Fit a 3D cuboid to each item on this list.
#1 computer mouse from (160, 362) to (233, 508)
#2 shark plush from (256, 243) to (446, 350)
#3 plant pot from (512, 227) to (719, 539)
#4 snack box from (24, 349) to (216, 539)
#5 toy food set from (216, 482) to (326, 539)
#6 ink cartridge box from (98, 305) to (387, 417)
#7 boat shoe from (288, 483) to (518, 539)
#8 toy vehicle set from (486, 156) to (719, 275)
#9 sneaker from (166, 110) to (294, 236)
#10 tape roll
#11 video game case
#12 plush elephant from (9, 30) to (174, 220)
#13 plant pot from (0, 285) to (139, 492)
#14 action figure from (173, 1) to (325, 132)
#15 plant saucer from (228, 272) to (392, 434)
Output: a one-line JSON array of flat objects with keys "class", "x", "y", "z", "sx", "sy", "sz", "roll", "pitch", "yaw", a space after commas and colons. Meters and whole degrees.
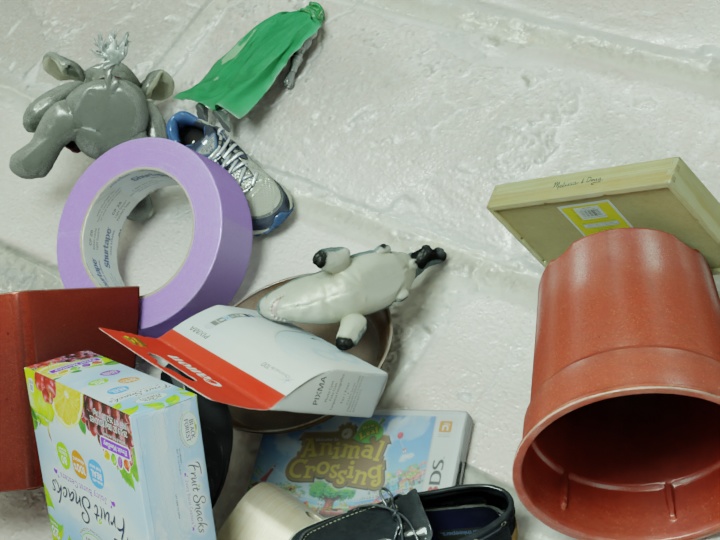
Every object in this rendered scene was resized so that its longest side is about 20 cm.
[{"class": "computer mouse", "x": -0.145, "y": 0.158, "z": 1.219, "sx": 0.053, "sy": 0.200, "sz": 0.139, "roll": -9, "pitch": 44, "yaw": -19}, {"class": "shark plush", "x": 0.000, "y": 0.000, "z": 1.279, "sx": 0.200, "sy": 0.091, "sz": 0.083, "roll": -34, "pitch": 14, "yaw": -36}, {"class": "plant pot", "x": 0.220, "y": 0.084, "z": 1.100, "sx": 0.200, "sy": 0.201, "sz": 0.196, "roll": -12, "pitch": 43, "yaw": 16}, {"class": "snack box", "x": -0.199, "y": 0.169, "z": 1.142, "sx": 0.068, "sy": 0.169, "sz": 0.200, "roll": -15, "pitch": 17, "yaw": -33}, {"class": "toy food set", "x": -0.078, "y": 0.294, "z": 1.142, "sx": 0.143, "sy": 0.060, "sz": 0.200, "roll": 30, "pitch": 80, "yaw": 21}, {"class": "ink cartridge box", "x": -0.099, "y": 0.071, "z": 1.178, "sx": 0.160, "sy": 0.200, "sz": 0.047, "roll": 26, "pitch": 98, "yaw": 41}, {"class": "boat shoe", "x": 0.035, "y": 0.210, "z": 1.110, "sx": 0.199, "sy": 0.062, "sz": 0.075, "roll": -6, "pitch": 45, "yaw": -14}, {"class": "toy vehicle set", "x": 0.220, "y": -0.037, "z": 1.180, "sx": 0.200, "sy": 0.124, "sz": 0.027, "roll": -6, "pitch": 51, "yaw": 48}, {"class": "sneaker", "x": -0.150, "y": -0.107, "z": 1.470, "sx": 0.077, "sy": 0.085, "sz": 0.200, "roll": -44, "pitch": 50, "yaw": -11}, {"class": "tape roll", "x": -0.212, "y": -0.032, "z": 1.409, "sx": 0.199, "sy": 0.066, "sz": 0.201, "roll": -6, "pitch": 75, "yaw": 24}, {"class": "video game case", "x": -0.011, "y": 0.205, "z": 1.214, "sx": 0.199, "sy": 0.022, "sz": 0.183, "roll": -1, "pitch": 55, "yaw": 24}, {"class": "plush elephant", "x": -0.291, "y": -0.177, "z": 1.554, "sx": 0.164, "sy": 0.155, "sz": 0.201, "roll": 14, "pitch": 100, "yaw": -7}, {"class": "plant pot", "x": -0.331, "y": 0.116, "z": 1.300, "sx": 0.199, "sy": 0.200, "sz": 0.177, "roll": -9, "pitch": 87, "yaw": 23}, {"class": "action figure", "x": -0.107, "y": -0.241, "z": 1.573, "sx": 0.118, "sy": 0.055, "sz": 0.200, "roll": 25, "pitch": 62, "yaw": 38}, {"class": "plant saucer", "x": -0.061, "y": 0.083, "z": 1.306, "sx": 0.200, "sy": 0.032, "sz": 0.201, "roll": -13, "pitch": 42, "yaw": 12}]
